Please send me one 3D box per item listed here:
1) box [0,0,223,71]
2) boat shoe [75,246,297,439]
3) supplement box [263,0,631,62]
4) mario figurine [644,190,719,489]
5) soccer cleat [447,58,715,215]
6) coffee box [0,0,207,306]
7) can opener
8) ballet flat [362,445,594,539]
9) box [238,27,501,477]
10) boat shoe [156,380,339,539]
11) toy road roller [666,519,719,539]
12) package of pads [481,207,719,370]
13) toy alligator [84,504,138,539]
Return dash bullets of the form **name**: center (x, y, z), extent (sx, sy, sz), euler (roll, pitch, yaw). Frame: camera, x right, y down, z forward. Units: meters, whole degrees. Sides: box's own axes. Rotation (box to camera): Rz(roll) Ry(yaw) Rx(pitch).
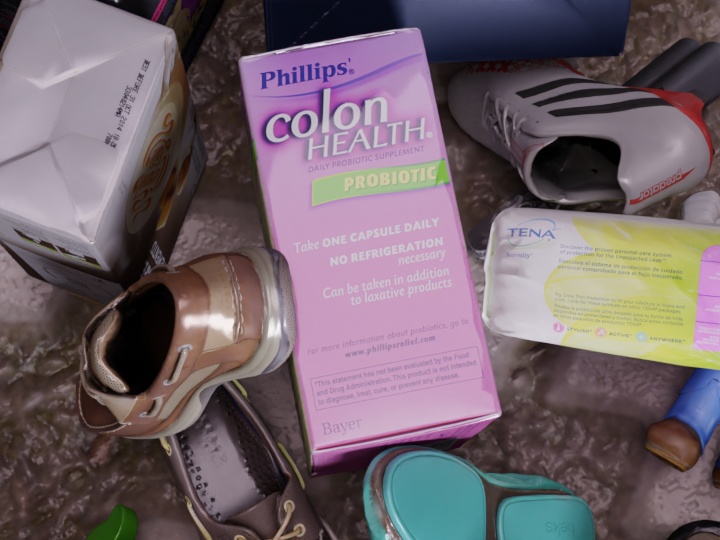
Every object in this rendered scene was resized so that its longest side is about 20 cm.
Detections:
- **box**: center (-0.151, -0.177, 0.773), extent (0.121, 0.200, 0.107), euler (25, 78, 2)
- **boat shoe**: center (-0.107, 0.038, 0.702), extent (0.071, 0.200, 0.076), euler (-2, 68, -35)
- **supplement box**: center (0.040, -0.226, 0.782), extent (0.198, 0.135, 0.201), euler (-2, 40, -4)
- **mario figurine**: center (0.236, 0.027, 0.796), extent (0.123, 0.106, 0.201), euler (26, 84, -32)
- **soccer cleat**: center (0.106, -0.077, 0.782), extent (0.085, 0.199, 0.069), euler (-35, 125, -26)
- **coffee box**: center (-0.143, -0.054, 0.748), extent (0.079, 0.200, 0.115), euler (19, 77, 2)
- **can opener**: center (0.151, -0.059, 0.850), extent (0.200, 0.053, 0.067), euler (-38, 114, -10)
- **ballet flat**: center (0.047, 0.135, 0.739), extent (0.070, 0.199, 0.068), euler (-12, 69, 37)
- **box**: center (0.000, 0.000, 0.756), extent (0.096, 0.176, 0.202), euler (-11, 78, -5)
- **boat shoe**: center (-0.062, 0.133, 0.784), extent (0.071, 0.060, 0.201), euler (-28, 81, -8)
- **toy road roller**: center (0.210, 0.240, 0.750), extent (0.199, 0.123, 0.146), euler (38, 92, 7)
- **package of pads**: center (0.170, 0.011, 0.709), extent (0.198, 0.154, 0.069), euler (6, 92, 18)
- **toy alligator**: center (-0.182, 0.219, 0.763), extent (0.054, 0.059, 0.201), euler (9, 70, 40)
